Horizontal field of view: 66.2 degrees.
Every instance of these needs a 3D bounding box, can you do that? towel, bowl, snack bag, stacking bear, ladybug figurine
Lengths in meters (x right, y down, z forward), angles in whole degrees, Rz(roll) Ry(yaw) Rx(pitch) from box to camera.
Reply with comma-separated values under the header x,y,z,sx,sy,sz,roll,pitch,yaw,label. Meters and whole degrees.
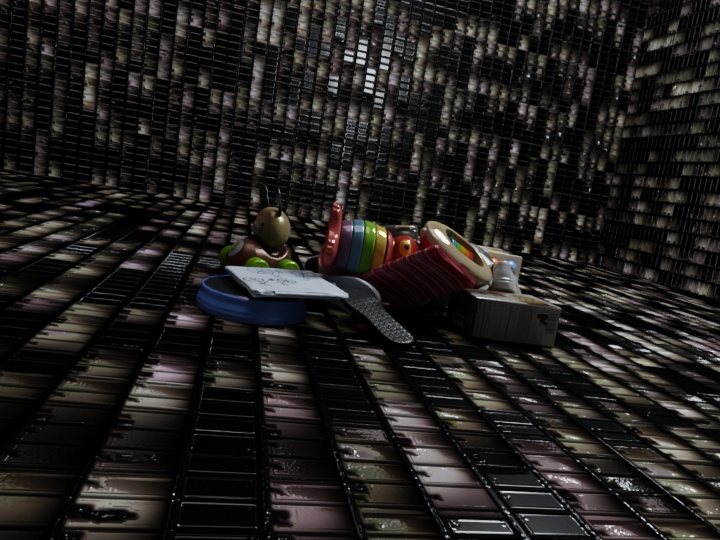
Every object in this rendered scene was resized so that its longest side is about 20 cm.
x,y,z,sx,sy,sz,roll,pitch,yaw,label
0.108,0.021,1.077,0.196,0.023,0.144,-21,-43,36,towel
-0.189,0.048,0.976,0.193,0.041,0.201,10,9,-2,bowl
-0.131,0.025,0.984,0.182,0.022,0.198,5,10,-29,snack bag
0.025,-0.043,1.111,0.192,0.126,0.114,11,-25,-7,stacking bear
0.192,-0.025,1.160,0.197,0.072,0.138,35,26,-21,ladybug figurine

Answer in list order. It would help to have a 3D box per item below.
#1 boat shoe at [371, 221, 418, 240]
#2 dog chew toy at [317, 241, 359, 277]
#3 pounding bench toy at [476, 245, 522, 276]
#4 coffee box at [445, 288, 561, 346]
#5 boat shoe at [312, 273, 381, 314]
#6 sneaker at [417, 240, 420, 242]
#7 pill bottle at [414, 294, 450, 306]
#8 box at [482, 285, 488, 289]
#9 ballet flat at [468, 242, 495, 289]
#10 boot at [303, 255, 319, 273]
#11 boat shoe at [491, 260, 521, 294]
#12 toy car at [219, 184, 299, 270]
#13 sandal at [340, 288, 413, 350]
x,y,z,sx,sy,sz,roll,pitch,yaw,label
0.045,-0.083,1.325,0.194,0.063,0.072,7,-15,22,boat shoe
0.000,0.000,1.242,0.196,0.128,0.124,25,0,-29,dog chew toy
0.338,0.001,1.582,0.192,0.129,0.156,8,9,-13,pounding bench toy
0.283,0.090,1.107,0.192,0.083,0.113,8,8,-17,coffee box
-0.034,0.044,1.111,0.194,0.073,0.065,7,7,33,boat shoe
0.157,0.023,1.408,0.079,0.118,0.199,18,-18,38,sneaker
0.146,0.020,1.243,0.117,0.124,0.196,17,9,41,pill bottle
0.245,-0.008,1.441,0.157,0.041,0.200,50,-1,-3,box
0.326,0.009,1.412,0.201,0.068,0.068,50,6,2,ballet flat
-0.029,-0.022,1.386,0.192,0.076,0.144,-7,1,18,boot
0.325,0.026,1.243,0.069,0.071,0.199,3,-12,25,boat shoe
-0.217,-0.086,1.239,0.154,0.208,0.162,3,11,-38,toy car
0.019,0.091,0.968,0.073,0.047,0.200,-2,29,-33,sandal
